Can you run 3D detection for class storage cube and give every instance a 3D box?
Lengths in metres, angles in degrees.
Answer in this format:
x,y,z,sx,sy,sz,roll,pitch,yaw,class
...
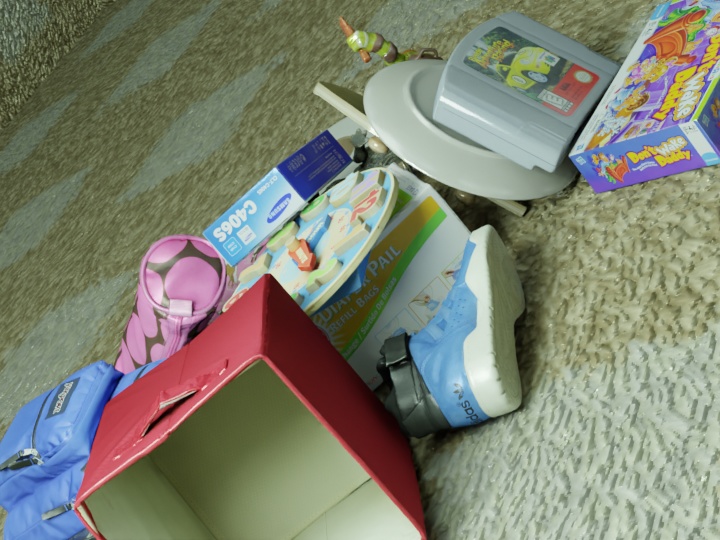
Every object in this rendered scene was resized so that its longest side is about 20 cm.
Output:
x,y,z,sx,sy,sz,roll,pitch,yaw,class
-0.075,0.141,1.008,0.171,0.200,0.180,-39,16,9,storage cube

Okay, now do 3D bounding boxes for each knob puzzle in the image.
x,y,z,sx,sy,sz,roll,pitch,yaw,class
0.040,-0.112,1.287,0.031,0.218,0.220,-59,19,12,knob puzzle

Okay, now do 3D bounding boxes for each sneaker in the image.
x,y,z,sx,sy,sz,roll,pitch,yaw,class
0.065,0.048,1.093,0.110,0.077,0.201,-22,35,21,sneaker

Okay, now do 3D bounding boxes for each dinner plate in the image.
x,y,z,sx,sy,sz,roll,pitch,yaw,class
0.100,-0.132,1.232,0.201,0.198,0.024,-73,5,-52,dinner plate

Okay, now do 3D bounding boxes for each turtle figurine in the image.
x,y,z,sx,sy,sz,roll,pitch,yaw,class
0.071,-0.171,1.360,0.064,0.200,0.162,-44,35,11,turtle figurine

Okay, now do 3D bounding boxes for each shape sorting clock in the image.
x,y,z,sx,sy,sz,roll,pitch,yaw,class
-0.046,-0.011,1.163,0.199,0.039,0.201,-35,22,17,shape sorting clock

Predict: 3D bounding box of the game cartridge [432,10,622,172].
x,y,z,sx,sy,sz,roll,pitch,yaw,class
0.143,-0.163,1.243,0.200,0.132,0.041,-50,-19,-51,game cartridge

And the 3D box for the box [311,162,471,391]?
x,y,z,sx,sy,sz,roll,pitch,yaw,class
0.001,0.020,1.218,0.200,0.101,0.112,-43,21,-2,box

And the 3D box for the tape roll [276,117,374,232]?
x,y,z,sx,sy,sz,roll,pitch,yaw,class
-0.037,-0.101,1.592,0.202,0.037,0.203,-35,24,18,tape roll

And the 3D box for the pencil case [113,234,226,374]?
x,y,z,sx,sy,sz,roll,pitch,yaw,class
-0.176,0.057,1.304,0.201,0.090,0.094,113,173,-52,pencil case

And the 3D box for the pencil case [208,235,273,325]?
x,y,z,sx,sy,sz,roll,pitch,yaw,class
-0.106,0.008,1.438,0.199,0.087,0.083,-9,45,50,pencil case

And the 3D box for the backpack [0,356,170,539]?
x,y,z,sx,sy,sz,roll,pitch,yaw,class
-0.203,0.168,1.209,0.199,0.168,0.163,-27,33,28,backpack

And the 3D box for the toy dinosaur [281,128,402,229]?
x,y,z,sx,sy,sz,roll,pitch,yaw,class
0.004,-0.084,1.453,0.077,0.102,0.201,42,99,25,toy dinosaur

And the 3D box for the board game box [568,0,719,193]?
x,y,z,sx,sy,sz,roll,pitch,yaw,class
0.271,-0.159,1.170,0.134,0.045,0.201,-13,36,50,board game box

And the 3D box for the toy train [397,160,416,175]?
x,y,z,sx,sy,sz,roll,pitch,yaw,class
-0.001,-0.051,1.394,0.046,0.034,0.200,-25,-9,-41,toy train

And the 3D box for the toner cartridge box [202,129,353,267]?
x,y,z,sx,sy,sz,roll,pitch,yaw,class
-0.072,-0.071,1.319,0.095,0.043,0.200,-41,3,19,toner cartridge box
